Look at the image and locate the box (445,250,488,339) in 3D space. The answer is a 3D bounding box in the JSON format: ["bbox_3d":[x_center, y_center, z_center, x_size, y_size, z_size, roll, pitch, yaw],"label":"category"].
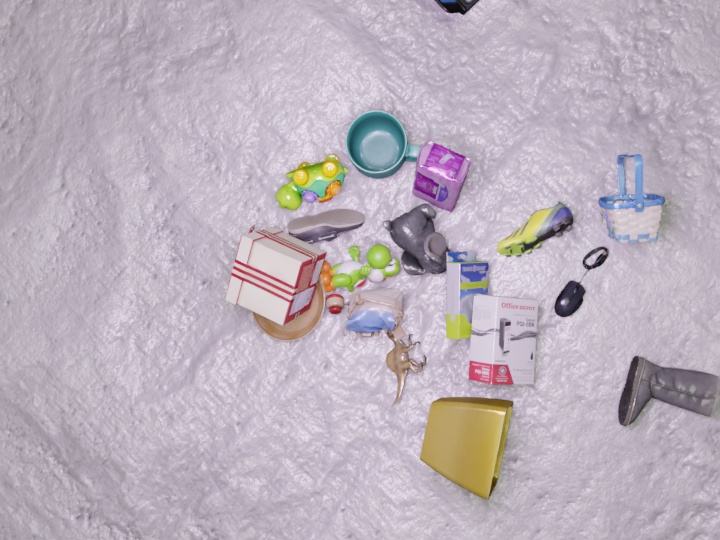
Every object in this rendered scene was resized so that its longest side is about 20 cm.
[{"bbox_3d":[0.255,0.057,1.619,0.047,0.121,0.204,4,95,45],"label":"box"}]

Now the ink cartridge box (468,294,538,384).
[{"bbox_3d":[0.338,0.163,1.599,0.145,0.082,0.204,5,87,-33],"label":"ink cartridge box"}]

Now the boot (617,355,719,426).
[{"bbox_3d":[0.724,0.305,1.594,0.197,0.073,0.185,19,91,1],"label":"boot"}]

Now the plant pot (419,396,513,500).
[{"bbox_3d":[0.245,0.391,1.584,0.173,0.200,0.204,12,88,18],"label":"plant pot"}]

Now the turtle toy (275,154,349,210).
[{"bbox_3d":[-0.121,-0.216,1.690,0.197,0.146,0.103,-15,107,6],"label":"turtle toy"}]

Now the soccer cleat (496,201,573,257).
[{"bbox_3d":[0.421,-0.100,1.658,0.198,0.065,0.085,-26,55,9],"label":"soccer cleat"}]

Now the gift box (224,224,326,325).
[{"bbox_3d":[-0.205,0.009,1.618,0.184,0.200,0.187,23,103,13],"label":"gift box"}]

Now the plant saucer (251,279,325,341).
[{"bbox_3d":[-0.180,0.076,1.715,0.196,0.035,0.204,-1,85,12],"label":"plant saucer"}]

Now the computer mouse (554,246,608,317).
[{"bbox_3d":[0.537,0.026,1.641,0.058,0.034,0.202,33,91,8],"label":"computer mouse"}]

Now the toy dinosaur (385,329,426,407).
[{"bbox_3d":[0.110,0.232,1.679,0.099,0.058,0.204,-10,78,21],"label":"toy dinosaur"}]

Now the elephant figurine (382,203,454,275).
[{"bbox_3d":[0.164,-0.049,1.634,0.153,0.142,0.202,-27,80,-1],"label":"elephant figurine"}]

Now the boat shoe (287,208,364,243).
[{"bbox_3d":[-0.084,-0.107,1.720,0.196,0.073,0.063,-9,129,1],"label":"boat shoe"}]

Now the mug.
[{"bbox_3d":[0.054,-0.294,1.675,0.152,0.114,0.185,-44,84,2],"label":"mug"}]

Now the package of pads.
[{"bbox_3d":[0.188,-0.220,1.612,0.119,0.200,0.077,24,77,7],"label":"package of pads"}]

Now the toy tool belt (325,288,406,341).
[{"bbox_3d":[0.011,0.115,1.645,0.196,0.125,0.125,-4,64,7],"label":"toy tool belt"}]

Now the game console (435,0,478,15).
[{"bbox_3d":[0.213,-0.744,1.679,0.176,0.116,0.201,-42,84,3],"label":"game console"}]

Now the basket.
[{"bbox_3d":[0.626,-0.167,1.570,0.136,0.176,0.204,0,98,10],"label":"basket"}]

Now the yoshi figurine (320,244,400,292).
[{"bbox_3d":[-0.003,-0.015,1.673,0.196,0.112,0.115,-11,79,3],"label":"yoshi figurine"}]
